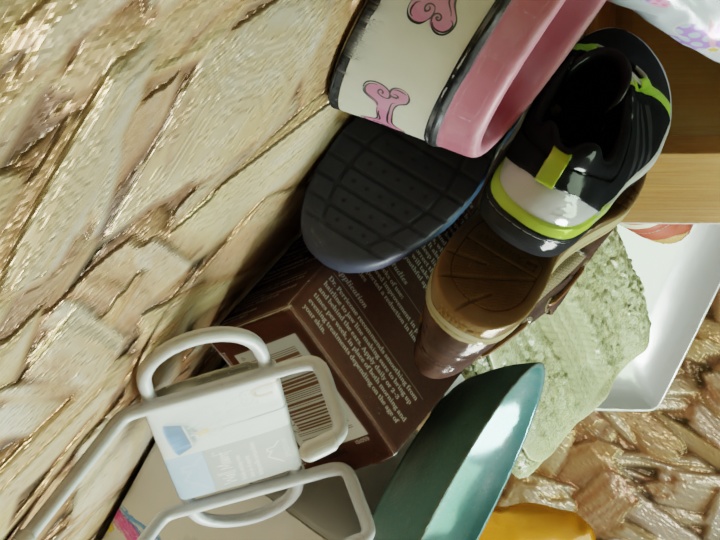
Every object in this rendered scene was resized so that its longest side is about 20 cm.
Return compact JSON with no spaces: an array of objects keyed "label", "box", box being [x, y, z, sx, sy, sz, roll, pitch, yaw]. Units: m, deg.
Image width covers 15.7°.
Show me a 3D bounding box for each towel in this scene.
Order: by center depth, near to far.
[{"label":"towel","box":[0.110,0.017,1.574,0.148,0.036,0.200,-50,135,-24]}]

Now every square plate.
[{"label":"square plate","box":[0.149,0.002,1.667,0.198,0.028,0.200,3,122,-35]}]

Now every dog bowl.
[{"label":"dog bowl","box":[0.072,-0.139,1.214,0.200,0.074,0.200,-54,174,-8]}]

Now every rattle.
[{"label":"rattle","box":[0.031,0.126,1.613,0.142,0.131,0.200,-20,-164,-19]}]

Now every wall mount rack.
[{"label":"wall mount rack","box":[-0.086,0.112,1.266,0.173,0.075,0.200,-17,148,-2]}]

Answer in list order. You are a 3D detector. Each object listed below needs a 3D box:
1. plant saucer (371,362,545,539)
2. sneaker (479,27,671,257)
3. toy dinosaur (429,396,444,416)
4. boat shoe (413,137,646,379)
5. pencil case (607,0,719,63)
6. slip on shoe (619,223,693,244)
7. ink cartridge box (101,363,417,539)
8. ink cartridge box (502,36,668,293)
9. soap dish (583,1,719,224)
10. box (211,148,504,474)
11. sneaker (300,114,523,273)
[{"label":"plant saucer","box":[0.039,0.132,1.427,0.200,0.036,0.200,-58,167,-21]},{"label":"sneaker","box":[0.125,-0.080,1.324,0.083,0.072,0.200,-63,177,38]},{"label":"toy dinosaur","box":[0.000,0.000,1.570,0.182,0.105,0.201,88,3,-65]},{"label":"boat shoe","box":[0.085,-0.011,1.368,0.200,0.072,0.072,-51,171,-46]},{"label":"pencil case","box":[0.180,-0.157,1.378,0.083,0.200,0.091,-52,-140,19]},{"label":"slip on shoe","box":[0.201,-0.106,1.593,0.061,0.074,0.201,46,58,-50]},{"label":"ink cartridge box","box":[-0.060,0.142,1.468,0.200,0.125,0.129,-60,172,33]},{"label":"ink cartridge box","box":[0.177,-0.090,1.710,0.147,0.086,0.200,-54,136,-2]},{"label":"soap dish","box":[0.219,-0.106,1.502,0.081,0.199,0.158,60,34,-61]},{"label":"box","box":[0.017,0.009,1.390,0.075,0.100,0.200,-21,-160,46]},{"label":"sneaker","box":[0.040,-0.069,1.348,0.200,0.074,0.082,-51,175,-23]}]
